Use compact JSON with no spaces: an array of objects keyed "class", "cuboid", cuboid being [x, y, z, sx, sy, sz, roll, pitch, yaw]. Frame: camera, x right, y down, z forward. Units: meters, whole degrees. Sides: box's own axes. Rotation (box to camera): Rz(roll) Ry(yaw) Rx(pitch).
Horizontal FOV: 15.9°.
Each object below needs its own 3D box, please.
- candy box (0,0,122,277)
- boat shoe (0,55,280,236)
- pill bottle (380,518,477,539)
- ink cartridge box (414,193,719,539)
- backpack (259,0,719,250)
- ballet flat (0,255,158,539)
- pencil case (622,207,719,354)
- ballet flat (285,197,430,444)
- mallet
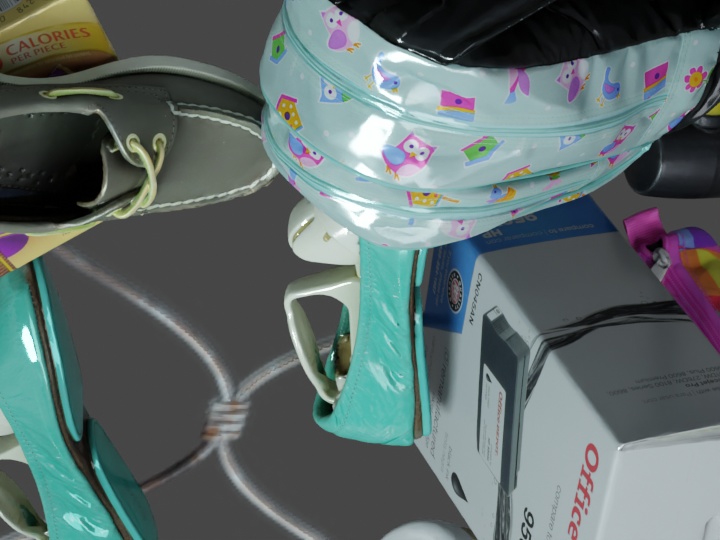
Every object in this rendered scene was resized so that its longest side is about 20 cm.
[{"class":"candy box","cuboid":[-0.192,-0.044,1.097,0.200,0.056,0.117,-29,132,-6]},{"class":"boat shoe","cuboid":[-0.117,-0.047,1.055,0.201,0.060,0.072,1,123,-29]},{"class":"pill bottle","cuboid":[0.098,0.206,1.388,0.200,0.111,0.111,18,114,-35]},{"class":"ink cartridge box","cuboid":[0.104,0.074,1.234,0.084,0.200,0.145,-8,126,-22]},{"class":"backpack","cuboid":[0.053,-0.094,1.077,0.200,0.167,0.127,-23,136,-43]},{"class":"ballet flat","cuboid":[-0.153,0.075,1.201,0.070,0.067,0.200,-15,128,2]},{"class":"pencil case","cuboid":[0.182,0.064,1.274,0.088,0.200,0.089,-18,139,-16]},{"class":"ballet flat","cuboid":[0.000,0.000,1.213,0.070,0.067,0.200,-2,124,-5]},{"class":"mallet","cuboid":[0.189,-0.123,1.244,0.066,0.041,0.200,6,116,-31]}]
